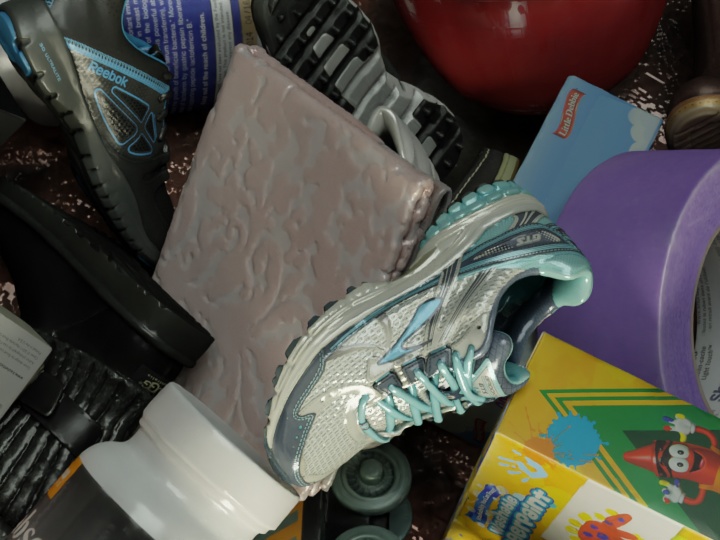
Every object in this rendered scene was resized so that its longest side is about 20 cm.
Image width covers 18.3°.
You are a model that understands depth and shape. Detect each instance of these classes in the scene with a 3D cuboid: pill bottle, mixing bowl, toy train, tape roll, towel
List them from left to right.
[{"bbox_3d":[-0.158,-0.149,1.383,0.199,0.116,0.116,-8,64,-13],"label":"pill bottle"},{"bbox_3d":[-0.132,0.164,1.186,0.116,0.116,0.200,41,88,13],"label":"pill bottle"},{"bbox_3d":[-0.045,-0.001,1.258,0.032,0.201,0.191,6,23,-43],"label":"towel"},{"bbox_3d":[-0.029,0.175,1.256,0.113,0.085,0.201,1,62,2],"label":"toy train"},{"bbox_3d":[0.111,-0.169,1.420,0.199,0.109,0.200,-6,31,4],"label":"mixing bowl"},{"bbox_3d":[0.193,0.030,1.295,0.085,0.200,0.200,0,50,42],"label":"tape roll"}]

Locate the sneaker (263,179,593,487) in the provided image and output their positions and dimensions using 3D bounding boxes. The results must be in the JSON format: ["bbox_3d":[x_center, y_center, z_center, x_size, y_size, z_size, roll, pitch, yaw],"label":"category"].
[{"bbox_3d":[0.036,0.041,1.146,0.200,0.078,0.086,-45,55,-9],"label":"sneaker"}]

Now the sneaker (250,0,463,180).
[{"bbox_3d":[-0.019,-0.123,1.366,0.090,0.200,0.067,34,85,43],"label":"sneaker"}]

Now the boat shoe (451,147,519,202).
[{"bbox_3d":[0.027,-0.005,1.362,0.066,0.072,0.201,33,67,3],"label":"boat shoe"}]

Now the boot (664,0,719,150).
[{"bbox_3d":[0.223,-0.149,1.413,0.072,0.200,0.167,-20,77,26],"label":"boot"}]

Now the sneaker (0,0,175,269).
[{"bbox_3d":[-0.137,-0.086,1.314,0.082,0.200,0.073,-32,37,-12],"label":"sneaker"}]

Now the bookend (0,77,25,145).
[{"bbox_3d":[-0.268,-0.040,1.255,0.199,0.092,0.200,-41,64,16],"label":"bookend"}]

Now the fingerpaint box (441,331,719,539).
[{"bbox_3d":[0.140,0.138,1.231,0.166,0.200,0.074,26,60,6],"label":"fingerpaint box"}]

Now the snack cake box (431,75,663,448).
[{"bbox_3d":[0.106,-0.003,1.348,0.067,0.115,0.200,26,62,5],"label":"snack cake box"}]

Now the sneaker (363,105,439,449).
[{"bbox_3d":[0.000,0.000,1.277,0.075,0.089,0.201,1,61,12],"label":"sneaker"}]

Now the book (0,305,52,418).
[{"bbox_3d":[-0.272,0.086,1.187,0.200,0.134,0.048,-50,49,-2],"label":"book"}]

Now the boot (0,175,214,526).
[{"bbox_3d":[-0.193,0.048,1.296,0.158,0.079,0.211,-53,46,2],"label":"boot"}]
